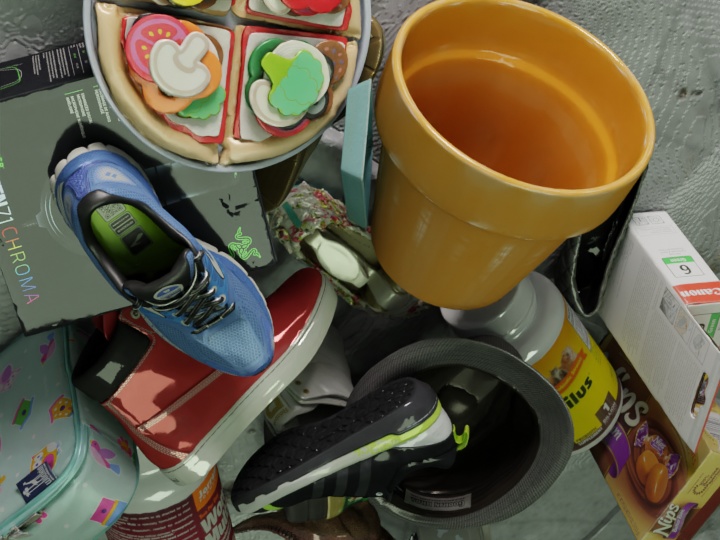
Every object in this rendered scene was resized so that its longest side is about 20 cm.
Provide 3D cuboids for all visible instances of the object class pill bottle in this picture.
[{"bbox_3d":[-0.175,0.188,1.153,0.109,0.110,0.200,-15,131,-9],"label":"pill bottle"},{"bbox_3d":[0.150,0.074,1.188,0.109,0.109,0.200,-35,130,8],"label":"pill bottle"}]

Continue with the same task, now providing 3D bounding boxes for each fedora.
[{"bbox_3d":[0.079,0.118,1.097,0.177,0.090,0.200,32,120,-7],"label":"fedora"}]

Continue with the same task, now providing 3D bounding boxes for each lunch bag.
[{"bbox_3d":[-0.254,0.141,1.026,0.160,0.200,0.077,-37,128,12],"label":"lunch bag"}]

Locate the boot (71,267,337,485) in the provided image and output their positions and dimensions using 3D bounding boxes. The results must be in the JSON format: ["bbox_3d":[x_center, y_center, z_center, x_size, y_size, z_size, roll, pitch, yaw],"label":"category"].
[{"bbox_3d":[-0.118,0.041,1.008,0.200,0.072,0.144,-49,112,-21],"label":"boot"}]

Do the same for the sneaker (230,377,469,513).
[{"bbox_3d":[-0.009,0.158,1.041,0.200,0.072,0.083,-26,112,22],"label":"sneaker"}]

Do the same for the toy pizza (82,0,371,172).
[{"bbox_3d":[-0.079,-0.162,0.861,0.200,0.032,0.201,-6,104,-26],"label":"toy pizza"}]

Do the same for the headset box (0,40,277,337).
[{"bbox_3d":[-0.166,-0.071,0.943,0.200,0.093,0.174,-16,117,-9],"label":"headset box"}]

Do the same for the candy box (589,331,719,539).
[{"bbox_3d":[0.268,0.144,1.228,0.056,0.200,0.117,16,120,-27],"label":"candy box"}]

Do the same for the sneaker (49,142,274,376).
[{"bbox_3d":[-0.128,0.009,0.887,0.079,0.089,0.200,-40,119,6],"label":"sneaker"}]

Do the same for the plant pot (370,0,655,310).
[{"bbox_3d":[0.092,-0.073,1.012,0.200,0.200,0.183,0,142,-21],"label":"plant pot"}]

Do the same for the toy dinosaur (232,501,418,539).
[{"bbox_3d":[-0.020,0.247,1.241,0.200,0.136,0.086,6,124,-24],"label":"toy dinosaur"}]

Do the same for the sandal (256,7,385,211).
[{"bbox_3d":[-0.044,-0.124,0.990,0.080,0.054,0.200,39,131,5],"label":"sandal"}]

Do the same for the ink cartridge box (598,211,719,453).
[{"bbox_3d":[0.274,0.049,1.155,0.050,0.200,0.109,-5,128,-17],"label":"ink cartridge box"}]

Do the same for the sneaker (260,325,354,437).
[{"bbox_3d":[-0.087,0.078,1.097,0.200,0.116,0.074,15,122,-28],"label":"sneaker"}]

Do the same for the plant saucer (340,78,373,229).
[{"bbox_3d":[-0.002,-0.080,0.967,0.019,0.200,0.070,4,83,1],"label":"plant saucer"}]

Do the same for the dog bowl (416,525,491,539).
[{"bbox_3d":[0.095,0.276,1.277,0.059,0.200,0.200,-9,131,6],"label":"dog bowl"}]

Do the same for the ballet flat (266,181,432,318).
[{"bbox_3d":[0.000,0.000,1.103,0.200,0.064,0.076,32,109,-37],"label":"ballet flat"}]

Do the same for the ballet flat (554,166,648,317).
[{"bbox_3d":[0.215,-0.049,1.150,0.066,0.057,0.200,-5,128,-19],"label":"ballet flat"}]

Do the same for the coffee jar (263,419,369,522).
[{"bbox_3d":[0.016,0.158,1.205,0.200,0.104,0.085,-11,144,-12],"label":"coffee jar"}]
